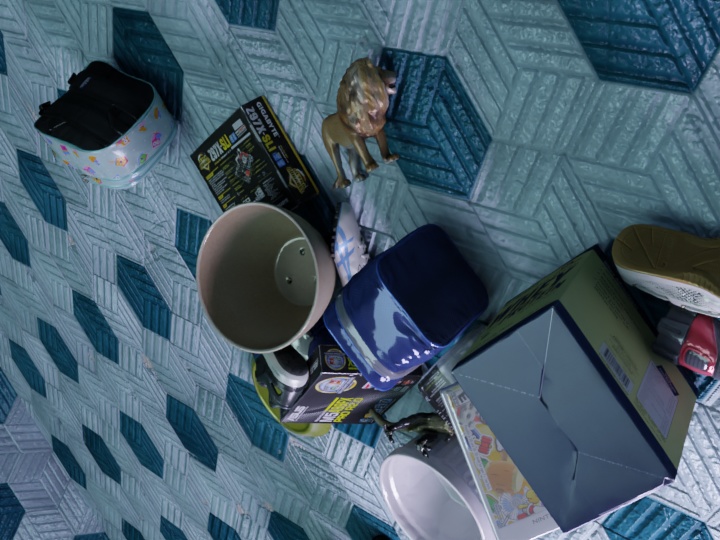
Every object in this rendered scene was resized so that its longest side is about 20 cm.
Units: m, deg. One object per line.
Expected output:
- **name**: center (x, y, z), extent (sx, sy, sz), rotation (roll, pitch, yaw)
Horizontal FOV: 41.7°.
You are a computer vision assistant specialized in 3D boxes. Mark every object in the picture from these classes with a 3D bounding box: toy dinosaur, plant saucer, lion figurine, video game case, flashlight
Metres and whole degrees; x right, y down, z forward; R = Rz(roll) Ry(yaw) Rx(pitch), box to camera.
- **toy dinosaur**: center (0.081, 0.221, 1.329), extent (0.196, 0.088, 0.049), rotation (-4, 104, 31)
- **plant saucer**: center (-0.130, 0.215, 1.664), extent (0.198, 0.031, 0.203), rotation (30, 137, 32)
- **lion figurine**: center (-0.013, -0.176, 1.173), extent (0.199, 0.072, 0.124), rotation (-23, 92, 59)
- **video game case**: center (0.211, 0.201, 1.108), extent (0.023, 0.179, 0.204), rotation (-11, -101, -87)
- **flashlight**: center (0.388, 0.094, 0.922), extent (0.198, 0.068, 0.069), rotation (25, 94, 29)

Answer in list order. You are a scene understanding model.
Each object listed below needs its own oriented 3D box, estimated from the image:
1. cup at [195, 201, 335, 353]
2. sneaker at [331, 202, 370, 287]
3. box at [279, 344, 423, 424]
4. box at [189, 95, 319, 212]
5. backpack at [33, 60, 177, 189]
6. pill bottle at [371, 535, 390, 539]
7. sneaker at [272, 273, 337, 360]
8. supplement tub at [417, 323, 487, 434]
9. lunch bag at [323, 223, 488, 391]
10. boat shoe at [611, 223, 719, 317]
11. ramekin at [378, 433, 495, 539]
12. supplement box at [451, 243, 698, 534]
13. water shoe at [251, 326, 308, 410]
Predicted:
- **cup**: center (-0.111, 0.005, 1.333), extent (0.196, 0.143, 0.205), rotation (2, 95, 27)
- **sneaker**: center (0.000, 0.000, 1.315), extent (0.071, 0.072, 0.204), rotation (-8, 109, 8)
- **box**: center (-0.019, 0.172, 1.389), extent (0.200, 0.157, 0.045), rotation (128, 140, -53)
- **box**: center (-0.160, -0.143, 1.393), extent (0.199, 0.049, 0.162), rotation (-27, 94, 55)
- **backpack**: center (-0.391, -0.221, 1.499), extent (0.198, 0.177, 0.155), rotation (18, 148, 39)
- **pill bottle**: center (-0.009, 0.562, 1.653), extent (0.111, 0.199, 0.114), rotation (29, 138, 31)
- **sneaker**: center (-0.103, 0.057, 1.459), extent (0.199, 0.080, 0.116), rotation (40, 145, 23)
- **supplement tub**: center (0.176, 0.179, 1.189), extent (0.200, 0.122, 0.123), rotation (48, 145, 9)
- **lunch bag**: center (0.055, 0.044, 1.168), extent (0.132, 0.199, 0.137), rotation (-40, 85, 37)
- **boat shoe**: center (0.342, 0.010, 0.910), extent (0.197, 0.072, 0.070), rotation (21, 160, 29)
- **ramekin**: center (0.132, 0.320, 1.372), extent (0.198, 0.105, 0.203), rotation (30, 138, 31)
- **supplement box**: center (0.228, 0.115, 0.977), extent (0.134, 0.199, 0.202), rotation (-35, 90, 31)
- **water shoe**: center (-0.137, 0.127, 1.374), extent (0.080, 0.070, 0.200), rotation (-68, 28, 17)
